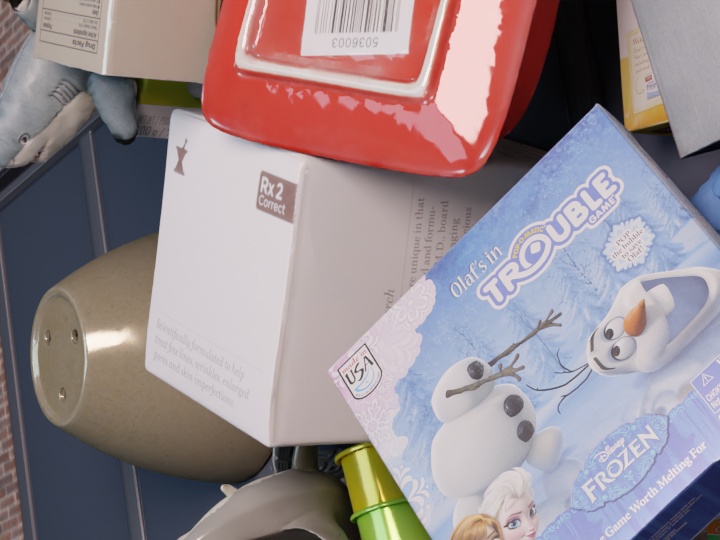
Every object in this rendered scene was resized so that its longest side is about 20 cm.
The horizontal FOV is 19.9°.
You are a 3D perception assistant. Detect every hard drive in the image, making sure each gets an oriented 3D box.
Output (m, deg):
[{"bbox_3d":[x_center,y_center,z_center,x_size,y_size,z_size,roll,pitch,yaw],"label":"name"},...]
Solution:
[{"bbox_3d":[0.167,-0.167,0.975,0.139,0.033,0.201,-28,78,67],"label":"hard drive"}]

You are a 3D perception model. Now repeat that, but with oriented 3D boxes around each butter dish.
[{"bbox_3d":[0.037,-0.146,1.120,0.199,0.148,0.201,13,87,34],"label":"butter dish"}]

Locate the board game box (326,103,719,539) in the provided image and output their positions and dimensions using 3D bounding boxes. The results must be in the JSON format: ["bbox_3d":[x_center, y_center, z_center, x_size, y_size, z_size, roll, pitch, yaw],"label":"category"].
[{"bbox_3d":[0.102,0.053,0.997,0.200,0.043,0.199,-45,48,12],"label":"board game box"}]

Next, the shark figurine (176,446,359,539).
[{"bbox_3d":[-0.056,0.174,1.298,0.089,0.214,0.129,34,129,32],"label":"shark figurine"}]

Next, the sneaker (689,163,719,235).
[{"bbox_3d":[0.190,-0.019,1.043,0.200,0.066,0.079,-24,59,55],"label":"sneaker"}]

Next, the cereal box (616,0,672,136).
[{"bbox_3d":[0.188,-0.180,1.058,0.144,0.039,0.202,-11,80,57],"label":"cereal box"}]

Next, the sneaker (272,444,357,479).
[{"bbox_3d":[-0.017,0.052,1.380,0.087,0.074,0.201,-134,57,-62],"label":"sneaker"}]

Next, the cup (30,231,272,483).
[{"bbox_3d":[-0.161,0.061,1.526,0.200,0.142,0.202,-1,89,58],"label":"cup"}]

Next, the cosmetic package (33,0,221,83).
[{"bbox_3d":[-0.125,-0.211,1.156,0.103,0.073,0.202,20,106,56],"label":"cosmetic package"}]

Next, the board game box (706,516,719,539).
[{"bbox_3d":[0.240,0.110,0.990,0.200,0.029,0.136,-19,75,57],"label":"board game box"}]

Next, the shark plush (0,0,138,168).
[{"bbox_3d":[-0.173,-0.155,1.223,0.091,0.083,0.201,50,132,44],"label":"shark plush"}]

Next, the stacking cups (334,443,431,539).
[{"bbox_3d":[0.032,0.207,1.294,0.060,0.060,0.201,-37,60,52],"label":"stacking cups"}]

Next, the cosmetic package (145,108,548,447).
[{"bbox_3d":[0.000,0.000,1.212,0.165,0.199,0.166,23,110,56],"label":"cosmetic package"}]

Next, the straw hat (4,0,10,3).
[{"bbox_3d":[-0.213,-0.214,1.273,0.201,0.085,0.202,-46,27,32],"label":"straw hat"}]

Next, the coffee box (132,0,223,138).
[{"bbox_3d":[-0.067,-0.220,1.316,0.201,0.198,0.199,59,137,39],"label":"coffee box"}]
